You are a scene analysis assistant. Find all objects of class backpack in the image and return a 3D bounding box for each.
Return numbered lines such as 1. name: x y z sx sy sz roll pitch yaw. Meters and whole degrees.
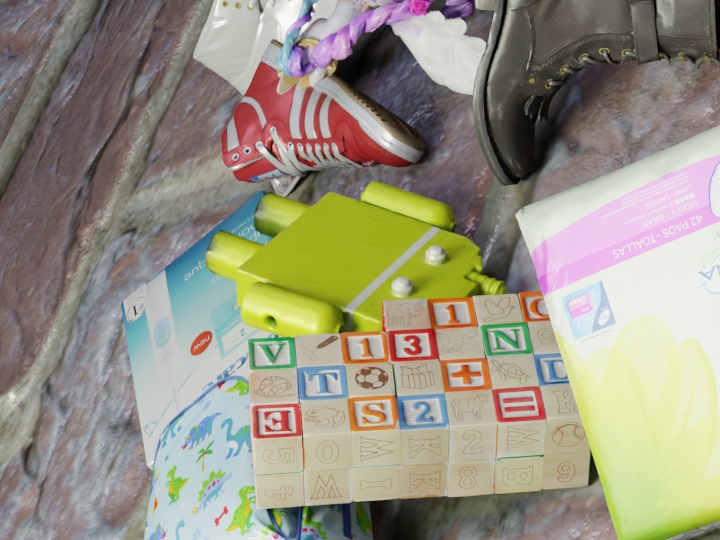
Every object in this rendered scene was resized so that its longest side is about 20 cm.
1. backpack: -0.063 0.164 1.241 0.163 0.153 0.201 -43 15 33

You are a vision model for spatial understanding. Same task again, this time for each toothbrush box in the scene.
1. toothbrush box: -0.085 0.060 1.416 0.146 0.085 0.201 -37 34 13

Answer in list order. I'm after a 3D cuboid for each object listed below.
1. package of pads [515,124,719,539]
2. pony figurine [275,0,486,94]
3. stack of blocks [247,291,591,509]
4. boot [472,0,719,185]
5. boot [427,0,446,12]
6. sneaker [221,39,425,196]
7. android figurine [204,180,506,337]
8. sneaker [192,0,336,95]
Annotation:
1. package of pads: 0.186 0.034 1.056 0.154 0.068 0.202 -23 79 33
2. pony figurine: 0.028 -0.214 1.467 0.192 0.166 0.201 2 55 56
3. stack of blocks: 0.032 0.076 1.185 0.198 0.059 0.116 -4 39 -4
4. boot: 0.166 -0.149 1.341 0.172 0.202 0.069 3 24 13
5. boot: 0.099 -0.238 1.546 0.199 0.073 0.182 -13 30 32
6. sneaker: -0.036 -0.096 1.548 0.200 0.071 0.113 37 96 47
7. android figurine: 0.000 0.000 1.336 0.199 0.041 0.182 19 37 27
8. sneaker: -0.059 -0.226 1.624 0.200 0.115 0.074 -51 18 26
